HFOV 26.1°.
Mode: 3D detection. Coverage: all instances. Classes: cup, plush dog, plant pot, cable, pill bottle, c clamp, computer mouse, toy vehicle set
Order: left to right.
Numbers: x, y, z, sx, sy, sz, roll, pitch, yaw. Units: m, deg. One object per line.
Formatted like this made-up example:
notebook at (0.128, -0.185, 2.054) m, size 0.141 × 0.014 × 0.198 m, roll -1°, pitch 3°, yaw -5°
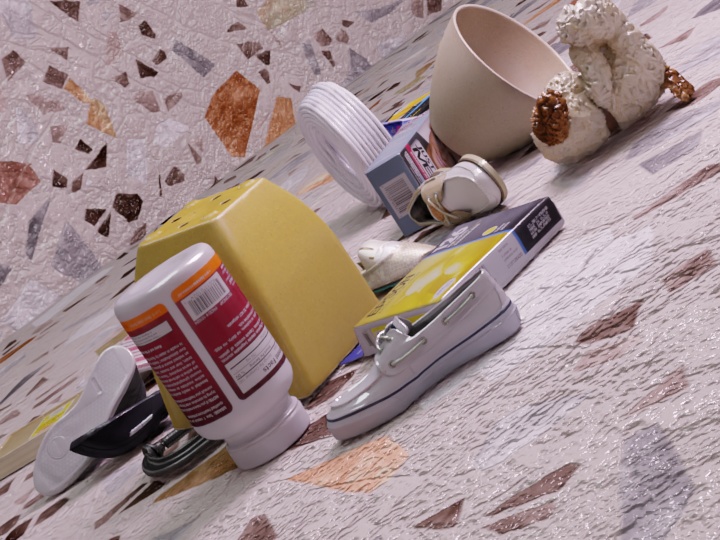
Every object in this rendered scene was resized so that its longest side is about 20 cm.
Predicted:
toy vehicle set at (-0.428, 0.218, 2.179) m, size 0.199 × 0.027 × 0.124 m, roll -31°, pitch 12°, yaw 14°
computer mouse at (-0.239, 0.167, 1.817) m, size 0.199 × 0.046 × 0.140 m, roll -31°, pitch 1°, yaw -31°
c clamp at (-0.167, 0.164, 1.699) m, size 0.200 × 0.027 × 0.170 m, roll -39°, pitch 17°, yaw -30°
pill bottle at (-0.137, 0.085, 1.480) m, size 0.112 × 0.201 × 0.113 m, roll -32°, pitch 11°, yaw 7°
plant pot at (-0.127, 0.021, 1.660) m, size 0.193 × 0.202 × 0.196 m, roll -17°, pitch 16°, yaw 33°
cable at (-0.012, -0.181, 2.225) m, size 0.069 × 0.201 × 0.200 m, roll -41°, pitch 47°, yaw -10°
cup at (0.168, -0.228, 2.029) m, size 0.144 × 0.199 × 0.200 m, roll -54°, pitch -1°, yaw 31°
plush dog at (0.266, -0.192, 1.759) m, size 0.172 × 0.161 × 0.200 m, roll -46°, pitch -18°, yaw 6°

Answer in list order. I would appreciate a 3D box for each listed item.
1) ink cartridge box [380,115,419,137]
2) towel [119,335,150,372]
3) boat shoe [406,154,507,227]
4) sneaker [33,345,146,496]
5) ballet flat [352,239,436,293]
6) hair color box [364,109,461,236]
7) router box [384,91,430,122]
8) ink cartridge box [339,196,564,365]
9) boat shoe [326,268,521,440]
ink cartridge box at (0.108, -0.211, 2.256) m, size 0.198 × 0.043 × 0.119 m, roll -10°, pitch 5°, yaw -15°
towel at (-0.277, 0.103, 2.201) m, size 0.145 × 0.030 × 0.200 m, roll -17°, pitch 17°, yaw 20°
boat shoe at (0.112, -0.085, 1.840) m, size 0.068 × 0.075 × 0.200 m, roll -42°, pitch 6°, yaw -14°
sneaker at (-0.325, 0.197, 1.913) m, size 0.201 × 0.070 × 0.099 m, roll -60°, pitch -19°, yaw -14°
ballet flat at (0.000, 0.000, 1.803) m, size 0.199 × 0.063 × 0.068 m, roll -26°, pitch 14°, yaw 34°
hair color box at (0.080, -0.133, 2.036) m, size 0.060 × 0.100 × 0.200 m, roll -28°, pitch 13°, yaw 26°
router box at (0.076, -0.230, 2.562) m, size 0.148 × 0.051 × 0.200 m, roll -26°, pitch 14°, yaw 40°
ink cartridge box at (0.084, 0.009, 1.583) m, size 0.199 × 0.047 × 0.198 m, roll -17°, pitch 21°, yaw 49°
boat shoe at (0.044, 0.070, 1.378) m, size 0.199 × 0.067 × 0.074 m, roll -34°, pitch 11°, yaw -2°
